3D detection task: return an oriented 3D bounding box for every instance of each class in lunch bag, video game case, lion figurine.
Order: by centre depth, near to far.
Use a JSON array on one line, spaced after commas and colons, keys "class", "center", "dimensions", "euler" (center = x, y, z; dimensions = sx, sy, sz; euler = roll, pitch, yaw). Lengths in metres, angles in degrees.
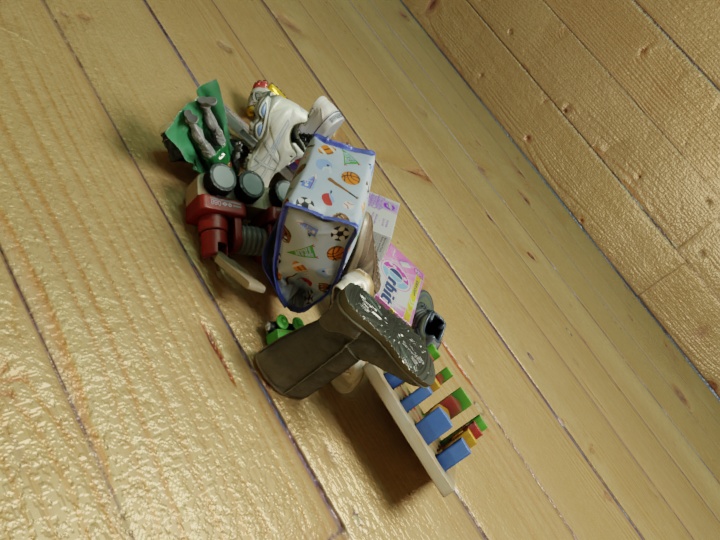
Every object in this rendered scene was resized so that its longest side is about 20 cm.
[{"class": "lunch bag", "center": [-0.063, -0.060, 0.828], "dimensions": [0.121, 0.202, 0.172], "euler": [18, 47, -2]}, {"class": "video game case", "center": [-0.195, -0.241, 1.060], "dimensions": [0.199, 0.018, 0.143], "euler": [41, 6, -32]}, {"class": "lion figurine", "center": [-0.057, -0.257, 1.236], "dimensions": [0.123, 0.071, 0.203], "euler": [61, 13, -49]}]

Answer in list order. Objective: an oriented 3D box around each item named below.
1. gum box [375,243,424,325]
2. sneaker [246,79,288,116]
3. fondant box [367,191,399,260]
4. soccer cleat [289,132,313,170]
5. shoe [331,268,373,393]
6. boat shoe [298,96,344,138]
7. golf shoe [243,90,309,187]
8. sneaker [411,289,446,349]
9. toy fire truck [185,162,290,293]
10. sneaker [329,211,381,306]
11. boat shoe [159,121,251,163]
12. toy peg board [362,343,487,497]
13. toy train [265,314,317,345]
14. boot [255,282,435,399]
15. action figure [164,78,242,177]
[{"class": "gum box", "center": [0.051, 0.032, 1.094], "dimensions": [0.113, 0.066, 0.201], "euler": [41, 31, -9]}, {"class": "sneaker", "center": [-0.163, -0.302, 1.219], "dimensions": [0.199, 0.077, 0.084], "euler": [37, 63, -31]}, {"class": "fondant box", "center": [-0.030, -0.112, 1.104], "dimensions": [0.196, 0.059, 0.145], "euler": [22, 33, -3]}, {"class": "soccer cleat", "center": [-0.126, -0.219, 1.056], "dimensions": [0.067, 0.075, 0.199], "euler": [-24, 32, -23]}, {"class": "shoe", "center": [-0.025, 0.095, 0.818], "dimensions": [0.069, 0.204, 0.053], "euler": [22, 31, 26]}, {"class": "boat shoe", "center": [-0.103, -0.267, 1.120], "dimensions": [0.071, 0.199, 0.070], "euler": [-38, 92, -32]}, {"class": "golf shoe", "center": [-0.140, -0.187, 0.951], "dimensions": [0.095, 0.202, 0.079], "euler": [15, 40, -6]}, {"class": "sneaker", "center": [0.128, 0.102, 1.098], "dimensions": [0.073, 0.081, 0.202], "euler": [35, 32, -19]}, {"class": "toy fire truck", "center": [-0.168, -0.047, 0.879], "dimensions": [0.173, 0.128, 0.205], "euler": [9, 66, -40]}, {"class": "sneaker", "center": [0.000, 0.000, 0.955], "dimensions": [0.074, 0.205, 0.070], "euler": [4, 17, -29]}, {"class": "boat shoe", "center": [-0.252, -0.194, 0.972], "dimensions": [0.199, 0.073, 0.068], "euler": [5, 72, -67]}, {"class": "toy peg board", "center": [0.109, 0.200, 0.862], "dimensions": [0.202, 0.097, 0.199], "euler": [56, 3, 13]}, {"class": "toy train", "center": [-0.063, 0.109, 0.889], "dimensions": [0.197, 0.041, 0.058], "euler": [15, 53, -43]}, {"class": "boot", "center": [-0.024, 0.125, 0.759], "dimensions": [0.182, 0.200, 0.073], "euler": [44, 30, -6]}, {"class": "action figure", "center": [-0.226, -0.181, 0.909], "dimensions": [0.054, 0.201, 0.119], "euler": [29, 66, 21]}]
